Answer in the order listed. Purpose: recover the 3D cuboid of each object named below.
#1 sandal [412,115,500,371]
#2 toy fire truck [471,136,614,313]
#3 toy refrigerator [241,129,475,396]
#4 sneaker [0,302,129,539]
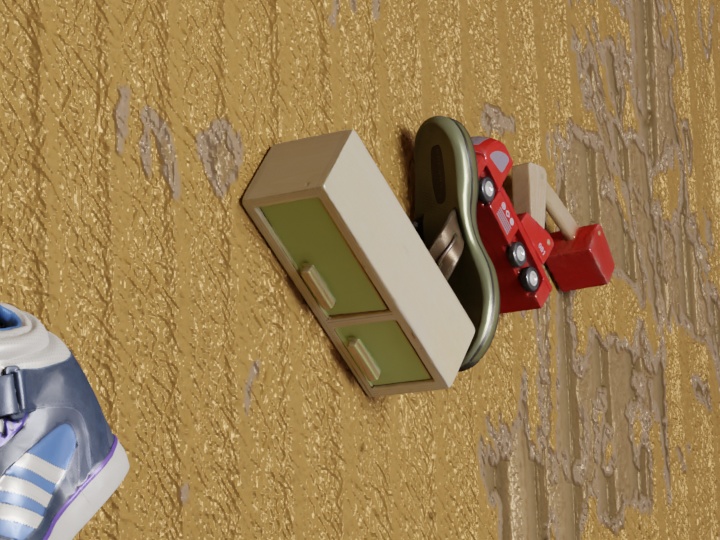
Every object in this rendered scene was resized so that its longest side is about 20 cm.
[{"bbox_3d":[0.057,-0.020,1.638,0.057,0.080,0.202,1,76,-38],"label":"sandal"},{"bbox_3d":[0.137,-0.041,1.768,0.201,0.049,0.141,61,39,-26],"label":"toy fire truck"},{"bbox_3d":[0.000,0.000,1.538,0.200,0.076,0.070,58,41,-32],"label":"toy refrigerator"},{"bbox_3d":[-0.225,0.107,1.195,0.147,0.080,0.200,58,43,-17],"label":"sneaker"}]
